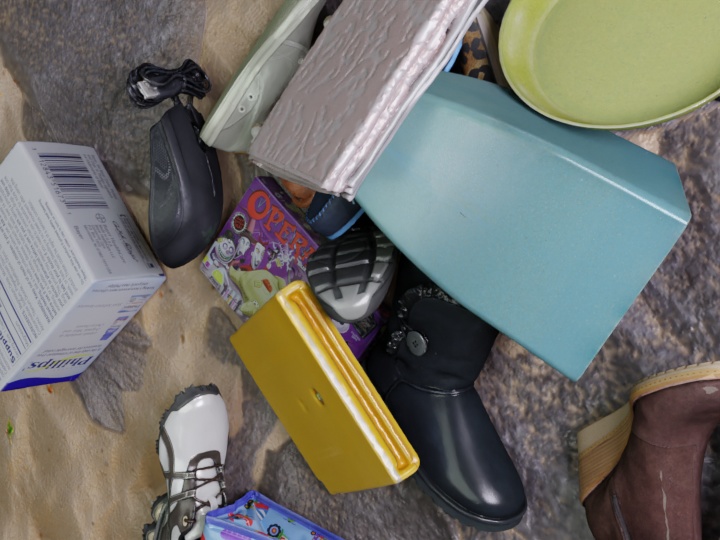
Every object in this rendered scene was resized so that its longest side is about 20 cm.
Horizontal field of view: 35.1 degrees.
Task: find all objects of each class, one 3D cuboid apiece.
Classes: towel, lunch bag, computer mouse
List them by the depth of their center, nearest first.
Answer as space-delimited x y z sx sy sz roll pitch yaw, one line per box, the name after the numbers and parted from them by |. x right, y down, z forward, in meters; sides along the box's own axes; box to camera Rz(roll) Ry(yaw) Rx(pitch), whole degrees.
0.004 -0.147 0.807 0.200 0.032 0.191 -56 26 -1 | towel
-0.054 0.317 1.050 0.199 0.094 0.151 17 101 22 | lunch bag
-0.166 -0.099 1.091 0.053 0.138 0.201 3 103 19 | computer mouse

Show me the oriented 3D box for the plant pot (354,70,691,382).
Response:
0.107 -0.052 0.817 0.200 0.141 0.142 31 113 -1 | plant pot

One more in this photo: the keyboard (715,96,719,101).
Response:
0.239 -0.171 0.827 0.199 0.040 0.105 2 93 37 | keyboard

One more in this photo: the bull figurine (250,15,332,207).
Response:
-0.010 -0.148 0.978 0.200 0.065 0.121 -51 42 5 | bull figurine

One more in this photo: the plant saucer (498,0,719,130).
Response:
0.197 -0.174 0.806 0.199 0.031 0.201 -14 55 20 | plant saucer

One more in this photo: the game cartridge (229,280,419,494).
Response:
-0.037 0.107 0.968 0.177 0.032 0.200 58 159 2 | game cartridge

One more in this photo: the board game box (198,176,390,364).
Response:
-0.063 0.021 1.067 0.200 0.032 0.120 48 113 25 | board game box

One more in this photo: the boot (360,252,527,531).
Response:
0.080 0.088 0.907 0.200 0.076 0.168 49 138 31 | boot

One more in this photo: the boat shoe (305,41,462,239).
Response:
0.002 -0.124 0.901 0.201 0.069 0.084 -63 24 -1 | boat shoe

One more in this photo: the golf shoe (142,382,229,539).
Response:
-0.153 0.208 1.105 0.094 0.078 0.201 35 123 46 | golf shoe

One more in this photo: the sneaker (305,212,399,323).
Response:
0.000 0.000 0.937 0.075 0.200 0.080 -9 115 5 | sneaker

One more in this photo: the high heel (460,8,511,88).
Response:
0.071 -0.110 0.930 0.142 0.071 0.201 -17 91 29 | high heel

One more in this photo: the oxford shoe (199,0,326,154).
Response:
-0.075 -0.189 1.050 0.058 0.075 0.200 32 107 -14 | oxford shoe

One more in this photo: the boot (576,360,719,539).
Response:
0.227 0.164 0.797 0.200 0.072 0.167 127 136 -57 | boot

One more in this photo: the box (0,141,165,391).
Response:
-0.335 -0.003 1.217 0.200 0.105 0.184 -43 68 29 | box

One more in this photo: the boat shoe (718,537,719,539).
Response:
0.294 0.124 0.785 0.072 0.076 0.201 37 107 37 | boat shoe
